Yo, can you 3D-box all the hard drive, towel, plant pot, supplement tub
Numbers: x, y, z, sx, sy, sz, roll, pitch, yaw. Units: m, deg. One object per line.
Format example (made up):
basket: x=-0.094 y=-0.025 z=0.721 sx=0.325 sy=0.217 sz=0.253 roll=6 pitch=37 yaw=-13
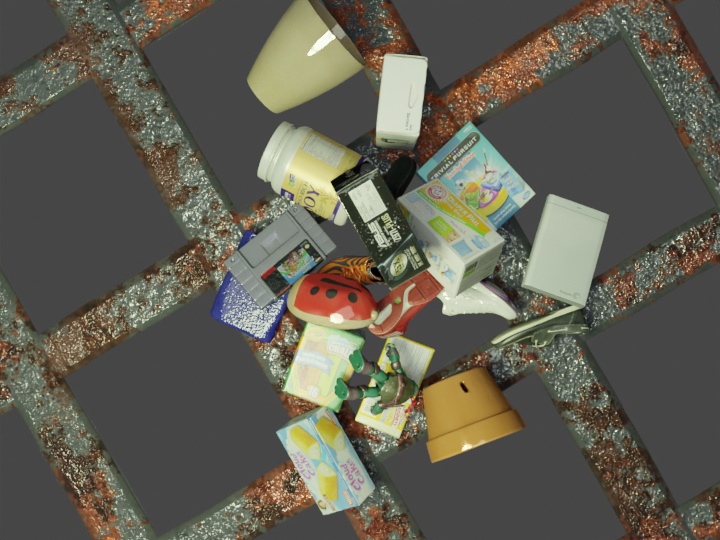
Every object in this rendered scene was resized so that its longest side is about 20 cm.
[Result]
hard drive: x=0.417 y=-0.041 z=1.503 sx=0.131 sy=0.027 sz=0.202 roll=19 pitch=77 yaw=0
towel: x=-0.209 y=0.033 z=1.536 sx=0.147 sy=0.050 sz=0.202 roll=25 pitch=90 yaw=4
plant pot: x=-0.124 y=-0.413 z=1.466 sx=0.199 sy=0.187 sz=0.188 roll=-37 pitch=91 yaw=16
supplement tub: x=-0.089 y=-0.196 z=1.475 sx=0.199 sy=0.145 sz=0.146 roll=27 pitch=92 yaw=0
plant pot: x=0.211 y=0.281 z=1.472 sx=0.198 sy=0.200 sz=0.141 roll=-20 pitch=75 yaw=2

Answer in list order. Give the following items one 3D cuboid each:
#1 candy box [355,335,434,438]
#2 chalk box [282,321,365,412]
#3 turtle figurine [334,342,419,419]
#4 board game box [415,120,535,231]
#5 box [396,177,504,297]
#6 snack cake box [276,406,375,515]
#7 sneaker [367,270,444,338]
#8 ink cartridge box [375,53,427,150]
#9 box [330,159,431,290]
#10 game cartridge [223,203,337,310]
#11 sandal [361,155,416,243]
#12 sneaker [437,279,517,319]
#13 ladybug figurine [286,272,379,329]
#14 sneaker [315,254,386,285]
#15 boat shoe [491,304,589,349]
candy box: x=0.071 y=0.238 z=1.545 sx=0.101 sy=0.026 sz=0.202 roll=22 pitch=92 yaw=-2
chalk box: x=-0.064 y=0.161 z=1.496 sx=0.124 sy=0.124 sz=0.202 roll=19 pitch=92 yaw=0
turtle figurine: x=0.050 y=0.219 z=1.449 sx=0.199 sy=0.100 sz=0.151 roll=18 pitch=88 yaw=-41
board game box: x=0.234 y=-0.178 z=1.518 sx=0.151 sy=0.047 sz=0.200 roll=-43 pitch=91 yaw=2
box: x=0.165 y=-0.067 z=1.440 sx=0.112 sy=0.102 sz=0.200 roll=-29 pitch=60 yaw=-27
snack cake box: x=-0.071 y=0.385 z=1.507 sx=0.115 sy=0.067 sz=0.201 roll=-30 pitch=91 yaw=38
sneaker: x=0.098 y=0.062 z=1.501 sx=0.199 sy=0.116 sz=0.079 roll=-34 pitch=72 yaw=-4
ink cartridge box: x=0.077 y=-0.322 z=1.440 sx=0.083 sy=0.200 sz=0.147 roll=6 pitch=92 yaw=1
box: x=0.033 y=-0.087 z=1.340 sx=0.086 sy=0.164 sz=0.201 roll=-30 pitch=105 yaw=2
game cartridge: x=-0.159 y=-0.029 z=1.490 sx=0.200 sy=0.038 sz=0.130 roll=-40 pitch=78 yaw=-10
sandal: x=0.045 y=-0.147 z=1.508 sx=0.048 sy=0.075 sz=0.202 roll=29 pitch=84 yaw=-43
sneaker: x=0.224 y=0.059 z=1.521 sx=0.199 sy=0.075 sz=0.100 roll=27 pitch=102 yaw=7
ladybug figurine: x=-0.052 y=0.054 z=1.427 sx=0.198 sy=0.136 sz=0.073 roll=13 pitch=118 yaw=25
sneaker: x=0.000 y=0.000 z=1.495 sx=0.198 sy=0.112 sz=0.078 roll=-15 pitch=91 yaw=2
boat shoe: x=0.367 y=0.128 z=1.512 sx=0.198 sy=0.072 sz=0.068 roll=-18 pitch=87 yaw=0
